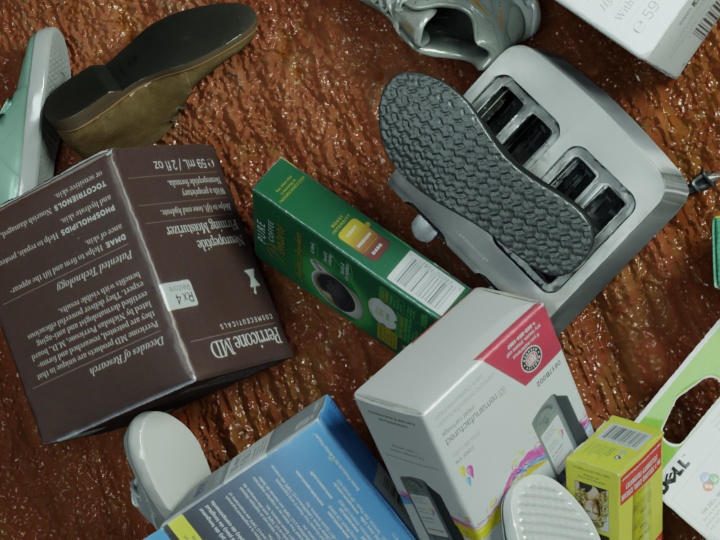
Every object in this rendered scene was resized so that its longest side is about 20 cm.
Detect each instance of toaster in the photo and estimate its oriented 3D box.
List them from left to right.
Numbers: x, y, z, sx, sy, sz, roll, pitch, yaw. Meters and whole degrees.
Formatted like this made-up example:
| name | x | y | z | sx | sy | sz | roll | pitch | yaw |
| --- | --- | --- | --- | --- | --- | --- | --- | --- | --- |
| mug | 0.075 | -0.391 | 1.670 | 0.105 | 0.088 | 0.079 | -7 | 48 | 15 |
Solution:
| name | x | y | z | sx | sy | sz | roll | pitch | yaw |
| --- | --- | --- | --- | --- | --- | --- | --- | --- | --- |
| toaster | 0.148 | -0.068 | 1.523 | 0.181 | 0.119 | 0.200 | 46 | 103 | 11 |

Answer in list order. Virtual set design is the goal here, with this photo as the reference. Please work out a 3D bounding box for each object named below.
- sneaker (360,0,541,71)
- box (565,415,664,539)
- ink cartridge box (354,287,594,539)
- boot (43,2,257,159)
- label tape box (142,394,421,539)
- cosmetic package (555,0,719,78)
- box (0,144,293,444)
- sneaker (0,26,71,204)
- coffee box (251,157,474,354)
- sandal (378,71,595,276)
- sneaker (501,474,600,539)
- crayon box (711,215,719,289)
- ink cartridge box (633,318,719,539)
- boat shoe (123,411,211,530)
| name | x | y | z | sx | sy | sz | roll | pitch | yaw |
| --- | --- | --- | --- | --- | --- | --- | --- | --- | --- |
| sneaker | 0.042 | -0.224 | 1.557 | 0.200 | 0.092 | 0.076 | 22 | 134 | 18 |
| box | 0.199 | 0.218 | 1.488 | 0.050 | 0.075 | 0.200 | 15 | 122 | 34 |
| ink cartridge box | 0.102 | 0.137 | 1.479 | 0.086 | 0.148 | 0.200 | 10 | 133 | 49 |
| boot | -0.171 | -0.162 | 1.660 | 0.200 | 0.076 | 0.074 | -29 | 41 | 2 |
| label tape box | -0.066 | 0.215 | 1.538 | 0.200 | 0.066 | 0.143 | -35 | 100 | 15 |
| cosmetic package | 0.199 | -0.275 | 1.478 | 0.200 | 0.165 | 0.165 | 36 | 101 | 14 |
| box | -0.191 | 0.017 | 1.597 | 0.164 | 0.166 | 0.200 | -25 | 84 | 26 |
| sneaker | -0.327 | -0.124 | 1.694 | 0.118 | 0.074 | 0.201 | 13 | 97 | 11 |
| coffee box | 0.000 | 0.000 | 1.570 | 0.200 | 0.123 | 0.044 | 34 | 68 | 16 |
| sandal | 0.092 | -0.071 | 1.460 | 0.200 | 0.048 | 0.075 | 43 | 102 | 0 |
| sneaker | 0.152 | 0.252 | 1.440 | 0.079 | 0.078 | 0.200 | -32 | 86 | 56 |
| crayon box | 0.374 | -0.018 | 1.451 | 0.200 | 0.119 | 0.058 | -3 | 90 | 18 |
| ink cartridge box | 0.320 | 0.153 | 1.495 | 0.200 | 0.076 | 0.148 | 41 | 103 | 15 |
| boat shoe | -0.156 | 0.192 | 1.609 | 0.068 | 0.200 | 0.072 | -4 | 50 | 28 |
